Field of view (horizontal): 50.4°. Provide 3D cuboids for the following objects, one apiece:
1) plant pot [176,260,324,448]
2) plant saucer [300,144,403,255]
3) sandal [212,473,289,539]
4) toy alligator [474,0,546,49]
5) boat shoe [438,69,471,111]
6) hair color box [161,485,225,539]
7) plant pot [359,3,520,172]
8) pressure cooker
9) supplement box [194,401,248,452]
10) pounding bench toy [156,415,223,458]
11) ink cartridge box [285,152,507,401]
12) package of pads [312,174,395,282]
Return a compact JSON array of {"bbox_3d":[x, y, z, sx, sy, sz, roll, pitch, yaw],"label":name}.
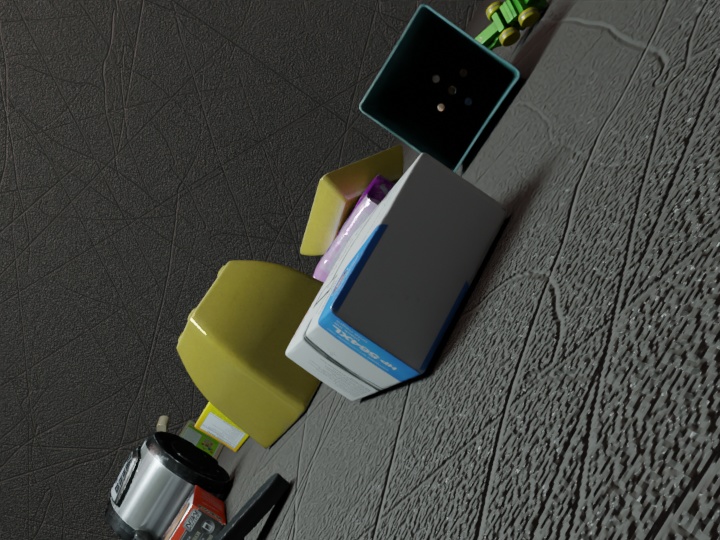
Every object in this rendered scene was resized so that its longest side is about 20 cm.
[{"bbox_3d":[-0.149,0.101,1.109,0.195,0.199,0.196,-61,7,-35],"label":"plant pot"},{"bbox_3d":[-0.005,-0.115,1.398,0.199,0.048,0.201,-27,-28,-35],"label":"plant saucer"},{"bbox_3d":[-0.134,0.290,0.751,0.201,0.048,0.075,-47,0,-18],"label":"sandal"},{"bbox_3d":[0.211,-0.354,1.121,0.054,0.060,0.200,-5,-25,-41],"label":"toy alligator"},{"bbox_3d":[0.130,-0.241,1.172,0.201,0.072,0.072,-62,6,-36],"label":"boat shoe"},{"bbox_3d":[-0.256,0.396,1.161,0.102,0.061,0.200,-58,6,-13],"label":"hair color box"},{"bbox_3d":[0.108,-0.231,0.984,0.142,0.141,0.200,-56,-1,17],"label":"plant pot"},{"bbox_3d":[-0.345,0.408,1.338,0.202,0.178,0.176,-58,-35,-2],"label":"pressure cooker"},{"bbox_3d":[-0.255,0.276,1.606,0.200,0.108,0.110,-52,8,49],"label":"supplement box"},{"bbox_3d":[-0.520,0.524,2.181,0.157,0.199,0.124,-55,6,17],"label":"pounding bench toy"},{"bbox_3d":[0.019,0.016,0.630,0.147,0.084,0.200,-60,6,-21],"label":"ink cartridge box"},{"bbox_3d":[-0.001,-0.054,1.304,0.201,0.075,0.121,-55,6,28],"label":"package of pads"}]
